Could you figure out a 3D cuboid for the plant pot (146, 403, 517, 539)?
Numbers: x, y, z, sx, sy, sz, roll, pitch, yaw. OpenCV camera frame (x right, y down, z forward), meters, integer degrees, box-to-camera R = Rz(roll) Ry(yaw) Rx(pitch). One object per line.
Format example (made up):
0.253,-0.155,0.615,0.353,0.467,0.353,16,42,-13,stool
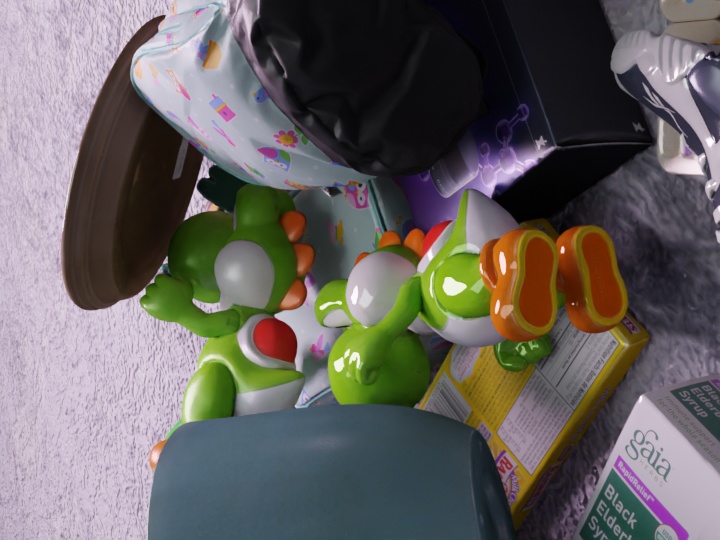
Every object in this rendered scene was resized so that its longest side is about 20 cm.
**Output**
0.001,0.163,0.678,0.160,0.200,0.202,-14,81,13,plant pot

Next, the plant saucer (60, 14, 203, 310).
-0.141,-0.067,0.832,0.200,0.029,0.201,17,-90,-83,plant saucer

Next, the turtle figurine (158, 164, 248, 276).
-0.118,-0.048,1.019,0.200,0.100,0.151,-129,40,-76,turtle figurine

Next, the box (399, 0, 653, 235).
0.071,-0.131,0.750,0.141,0.078,0.201,-38,64,50,box

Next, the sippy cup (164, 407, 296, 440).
-0.070,0.154,0.982,0.178,0.140,0.130,47,136,-14,sippy cup

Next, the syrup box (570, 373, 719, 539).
0.160,0.155,0.656,0.079,0.081,0.201,49,136,40,syrup box

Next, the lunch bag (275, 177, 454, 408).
0.000,0.000,0.882,0.200,0.077,0.161,-38,63,53,lunch bag

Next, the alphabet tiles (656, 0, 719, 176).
0.211,-0.101,0.593,0.195,0.015,0.202,12,105,56,alphabet tiles

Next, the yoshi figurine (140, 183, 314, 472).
-0.091,0.042,0.844,0.112,0.111,0.202,113,164,-76,yoshi figurine

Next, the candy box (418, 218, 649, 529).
0.096,0.074,0.785,0.102,0.026,0.201,51,135,28,candy box

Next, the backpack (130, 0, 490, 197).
-0.042,-0.120,0.701,0.167,0.127,0.200,53,163,-22,backpack

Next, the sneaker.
0.177,-0.026,0.570,0.199,0.079,0.130,32,114,39,sneaker

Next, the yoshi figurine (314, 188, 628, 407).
0.047,0.036,0.709,0.199,0.112,0.113,-13,123,51,yoshi figurine
